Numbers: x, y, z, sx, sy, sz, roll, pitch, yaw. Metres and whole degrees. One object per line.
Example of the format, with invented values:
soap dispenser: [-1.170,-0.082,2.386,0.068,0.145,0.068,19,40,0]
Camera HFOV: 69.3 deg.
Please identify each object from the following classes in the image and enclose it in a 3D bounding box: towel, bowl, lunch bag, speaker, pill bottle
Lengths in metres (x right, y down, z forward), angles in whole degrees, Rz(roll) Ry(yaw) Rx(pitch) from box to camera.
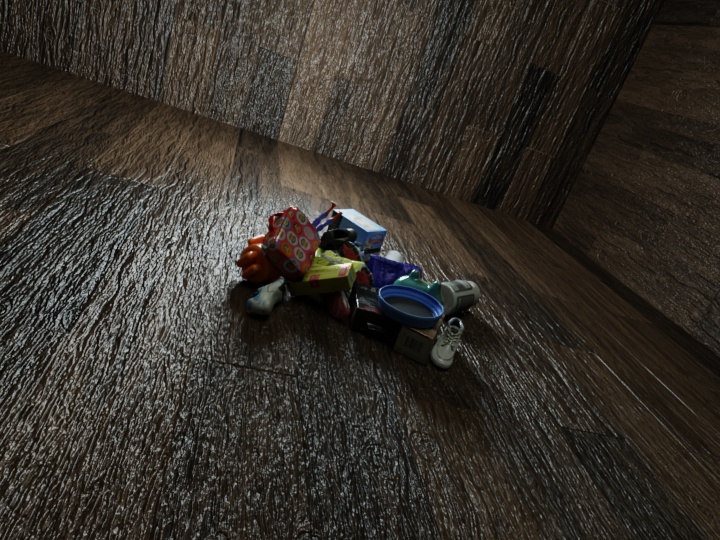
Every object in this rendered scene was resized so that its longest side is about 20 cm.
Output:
towel: [0.117,0.030,1.793,0.196,0.050,0.150,14,66,-15]
bowl: [0.144,0.105,1.531,0.197,0.040,0.201,14,21,-5]
lunch bag: [-0.209,-0.090,1.537,0.177,0.081,0.202,50,36,-25]
speaker: [0.110,-0.008,1.936,0.080,0.082,0.200,22,22,3]
pill bottle: [0.342,0.093,1.869,0.113,0.115,0.198,36,26,34]

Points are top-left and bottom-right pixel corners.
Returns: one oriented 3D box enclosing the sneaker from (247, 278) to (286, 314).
sneaker: [-0.255,0.065,1.449,0.071,0.073,0.200,14,17,6]

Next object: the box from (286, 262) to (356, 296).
box: [-0.115,0.028,1.538,0.196,0.051,0.076,-6,31,21]

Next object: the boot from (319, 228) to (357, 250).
boot: [-0.067,-0.118,1.810,0.163,0.067,0.200,-25,-4,-15]

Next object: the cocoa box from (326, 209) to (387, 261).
cocoa box: [-0.020,-0.142,2.058,0.199,0.133,0.132,34,25,31]

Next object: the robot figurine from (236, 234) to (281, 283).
robot figurine: [-0.281,-0.027,1.575,0.142,0.119,0.199,28,23,24]

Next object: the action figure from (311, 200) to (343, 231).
action figure: [-0.156,-0.147,1.729,0.065,0.200,0.099,48,-2,-28]

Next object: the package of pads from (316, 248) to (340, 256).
package of pads: [-0.143,-0.020,1.748,0.197,0.069,0.155,20,22,-4]

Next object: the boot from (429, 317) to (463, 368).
boot: [0.260,0.207,1.550,0.072,0.097,0.200,23,22,7]

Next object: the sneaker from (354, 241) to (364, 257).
sneaker: [-0.023,-0.038,1.881,0.073,0.083,0.201,17,23,-14]

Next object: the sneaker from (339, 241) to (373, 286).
sneaker: [0.000,0.000,1.740,0.095,0.078,0.203,19,50,-74]

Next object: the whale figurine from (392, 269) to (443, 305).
whale figurine: [0.175,0.080,1.672,0.102,0.163,0.198,-8,3,-39]

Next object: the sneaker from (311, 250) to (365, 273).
sneaker: [-0.082,-0.025,1.634,0.195,0.078,0.075,1,1,-4]

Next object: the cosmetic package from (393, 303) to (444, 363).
cosmetic package: [0.178,0.181,1.549,0.102,0.089,0.200,23,21,10]

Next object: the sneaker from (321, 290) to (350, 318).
sneaker: [-0.062,0.075,1.584,0.073,0.082,0.201,14,22,-23]

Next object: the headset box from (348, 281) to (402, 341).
headset box: [0.043,0.125,1.571,0.146,0.078,0.201,16,23,-11]
